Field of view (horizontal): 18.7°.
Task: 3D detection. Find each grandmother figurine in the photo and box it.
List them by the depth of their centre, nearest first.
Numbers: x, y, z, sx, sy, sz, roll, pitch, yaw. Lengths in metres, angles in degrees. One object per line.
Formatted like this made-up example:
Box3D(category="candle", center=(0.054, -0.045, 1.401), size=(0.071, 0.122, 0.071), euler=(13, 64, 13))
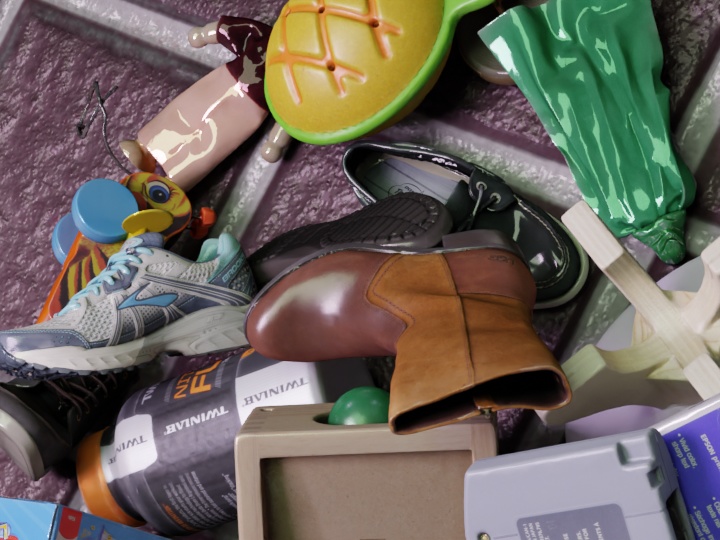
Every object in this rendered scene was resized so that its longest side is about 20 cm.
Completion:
Box3D(category="grandmother figurine", center=(-0.083, -0.135, 1.602), size=(0.200, 0.061, 0.121), euler=(-38, 84, 8))

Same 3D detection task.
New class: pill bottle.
Box3D(category="pill bottle", center=(-0.092, 0.115, 1.470), size=(0.199, 0.106, 0.107), euler=(-21, 61, 21))

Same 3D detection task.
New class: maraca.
Box3D(category="maraca", center=(0.014, -0.171, 1.507), size=(0.200, 0.107, 0.137), euler=(-44, 53, 7))

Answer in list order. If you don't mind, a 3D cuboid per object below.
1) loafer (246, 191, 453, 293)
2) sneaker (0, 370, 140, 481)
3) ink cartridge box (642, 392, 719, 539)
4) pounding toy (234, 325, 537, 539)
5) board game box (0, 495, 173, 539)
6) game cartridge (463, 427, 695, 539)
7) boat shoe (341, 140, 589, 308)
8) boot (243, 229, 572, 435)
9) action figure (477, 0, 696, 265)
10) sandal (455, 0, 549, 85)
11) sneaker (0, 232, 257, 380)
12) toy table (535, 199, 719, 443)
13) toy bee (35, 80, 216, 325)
Box3D(category="loafer", center=(0.000, 0.000, 1.469), size=(0.073, 0.071, 0.200), euler=(-39, 16, -34))
Box3D(category="sneaker", center=(-0.211, 0.082, 1.501), size=(0.075, 0.200, 0.106), euler=(44, 83, -1))
Box3D(category="ink cartridge box", center=(0.214, 0.173, 1.233), size=(0.200, 0.043, 0.199), euler=(-29, 90, 31))
Box3D(category="pounding toy", center=(0.023, 0.141, 1.349), size=(0.183, 0.142, 0.201), euler=(-3, 95, 4))
Box3D(category="board game box", center=(-0.225, 0.190, 1.458), size=(0.195, 0.200, 0.056), euler=(4, 76, 31))
Box3D(category="game cartridge", center=(0.134, 0.193, 1.235), size=(0.133, 0.041, 0.201), euler=(-12, 100, 33))
Box3D(category="boat shoe", center=(0.064, -0.039, 1.469), size=(0.199, 0.066, 0.075), euler=(37, 90, 35))
Box3D(category="boot", center=(0.022, 0.053, 1.297), size=(0.187, 0.069, 0.200), euler=(-7, 25, 0))
Box3D(category="action figure", center=(0.168, -0.092, 1.436), size=(0.118, 0.055, 0.201), euler=(-24, 69, 8))
Box3D(category="sandal", center=(0.104, -0.225, 1.529), size=(0.081, 0.055, 0.201), euler=(0, 71, 30))
Box3D(category="sneaker", center=(-0.158, 0.022, 1.446), size=(0.077, 0.199, 0.087), euler=(-8, 92, 54))
Box3D(category="toy table", center=(0.195, 0.046, 1.331), size=(0.200, 0.117, 0.184), euler=(-50, 55, 2))
Box3D(category="toy bee", center=(-0.156, -0.030, 1.533), size=(0.131, 0.108, 0.201), euler=(161, 125, -71))
